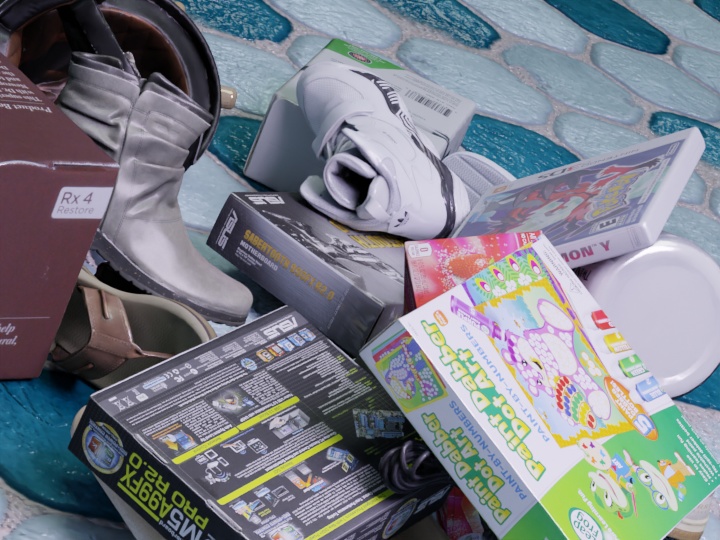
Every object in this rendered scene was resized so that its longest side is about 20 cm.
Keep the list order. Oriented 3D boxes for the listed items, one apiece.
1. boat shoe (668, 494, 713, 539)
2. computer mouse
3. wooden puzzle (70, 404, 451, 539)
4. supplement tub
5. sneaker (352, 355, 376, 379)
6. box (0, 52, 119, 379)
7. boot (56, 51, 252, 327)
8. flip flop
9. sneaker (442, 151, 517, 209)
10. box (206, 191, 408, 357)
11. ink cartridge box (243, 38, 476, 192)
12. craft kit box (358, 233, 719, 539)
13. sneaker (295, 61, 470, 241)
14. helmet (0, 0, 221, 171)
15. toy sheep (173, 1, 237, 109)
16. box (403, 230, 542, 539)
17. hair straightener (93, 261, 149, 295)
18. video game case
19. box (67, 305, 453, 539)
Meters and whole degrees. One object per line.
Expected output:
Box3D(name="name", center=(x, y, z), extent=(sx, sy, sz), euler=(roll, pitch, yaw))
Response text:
Box3D(name="boat shoe", center=(0.209, 0.120, 1.776), extent=(0.072, 0.065, 0.200), euler=(12, 24, -26))
Box3D(name="computer mouse", center=(0.074, 0.196, 1.427), extent=(0.110, 0.044, 0.201), euler=(1, 69, -55))
Box3D(name="wooden puzzle", center=(-0.059, 0.149, 1.469), extent=(0.200, 0.046, 0.185), euler=(-4, 42, -40))
Box3D(name="supplement tub", center=(0.184, 0.021, 1.782), extent=(0.122, 0.123, 0.200), euler=(15, 4, -20))
Box3D(name="sneaker", center=(0.089, 0.087, 1.705), extent=(0.199, 0.088, 0.076), euler=(21, 25, -4))
Box3D(name="box", center=(-0.292, -0.050, 1.529), extent=(0.166, 0.165, 0.200), euler=(1, 33, -45))
Box3D(name="boot", center=(-0.133, -0.055, 1.628), extent=(0.200, 0.131, 0.068), euler=(31, 3, -20))
Box3D(name="flip flop", center=(-0.175, 0.037, 1.562), extent=(0.200, 0.081, 0.058), euler=(30, 17, 24))
Box3D(name="sneaker", center=(0.141, -0.021, 2.005), extent=(0.200, 0.073, 0.071), euler=(46, 13, 6))
Box3D(name="box", center=(0.000, 0.000, 1.825), extent=(0.158, 0.048, 0.200), euler=(35, 18, 26))
Box3D(name="ink cartridge box", center=(0.001, -0.113, 2.053), extent=(0.146, 0.083, 0.200), euler=(26, 23, 6))
Box3D(name="craft kit box", center=(0.116, 0.090, 1.464), extent=(0.200, 0.049, 0.197), euler=(52, 36, 6))
Box3D(name="sneaker", center=(-0.006, -0.098, 1.861), extent=(0.115, 0.075, 0.200), euler=(8, 36, -53))
Box3D(name="helmet", center=(-0.202, -0.126, 1.746), extent=(0.199, 0.201, 0.191), euler=(25, -4, 1))
Box3D(name="toy sheep", center=(-0.196, -0.159, 1.904), extent=(0.199, 0.138, 0.138), euler=(7, 23, 2))
Box3D(name="box", center=(0.089, 0.078, 1.601), extent=(0.099, 0.096, 0.200), euler=(-5, 50, -5))
Box3D(name="hair straightener", center=(-0.129, 0.065, 1.617), extent=(0.200, 0.041, 0.077), euler=(38, 27, 20))
Box3D(name="video game case", center=(0.150, -0.041, 1.765), extent=(0.023, 0.182, 0.200), euler=(66, 26, -16))
Box3D(name="box", center=(-0.053, 0.110, 1.442), extent=(0.160, 0.044, 0.200), euler=(40, 34, 18))
